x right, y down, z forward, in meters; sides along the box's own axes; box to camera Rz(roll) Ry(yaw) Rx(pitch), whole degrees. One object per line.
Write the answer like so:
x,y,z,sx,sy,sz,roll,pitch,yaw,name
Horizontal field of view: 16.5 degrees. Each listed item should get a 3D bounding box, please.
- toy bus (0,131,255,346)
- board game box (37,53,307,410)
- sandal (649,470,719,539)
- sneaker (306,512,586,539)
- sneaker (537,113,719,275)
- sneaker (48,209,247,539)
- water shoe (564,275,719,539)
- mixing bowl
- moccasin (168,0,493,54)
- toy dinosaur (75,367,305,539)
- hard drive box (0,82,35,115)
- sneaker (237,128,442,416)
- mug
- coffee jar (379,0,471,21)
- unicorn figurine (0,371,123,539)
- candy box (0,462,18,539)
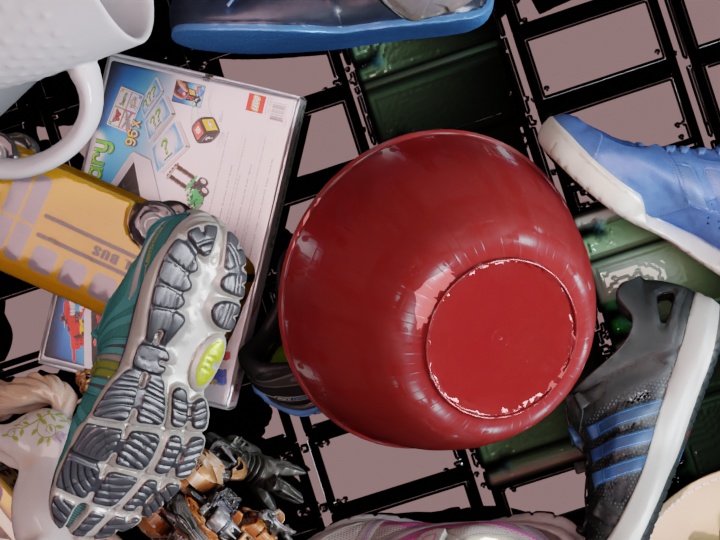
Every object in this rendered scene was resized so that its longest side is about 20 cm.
-0.164,-0.021,1.507,0.199,0.065,0.078,23,94,5,toy bus
-0.117,-0.025,1.552,0.126,0.035,0.201,14,92,7,board game box
0.258,0.149,1.496,0.211,0.070,0.078,-22,88,6,sandal
0.040,0.187,1.509,0.199,0.088,0.082,-9,89,6,sneaker
0.213,-0.064,1.495,0.200,0.077,0.111,33,99,1,sneaker
-0.125,0.060,1.437,0.077,0.080,0.201,25,88,-30,sneaker
0.156,0.102,1.510,0.079,0.072,0.201,21,80,11,water shoe
0.062,0.027,1.455,0.199,0.108,0.201,-6,107,-19,mixing bowl
-0.020,-0.173,1.530,0.199,0.080,0.068,-5,85,-8,moccasin
-0.096,0.136,1.495,0.102,0.136,0.201,-23,78,10,toy dinosaur
-0.228,-0.205,1.543,0.200,0.077,0.156,-43,86,5,hard drive box
0.000,0.000,1.511,0.200,0.083,0.071,-52,51,4,sneaker
-0.220,-0.150,1.436,0.175,0.148,0.201,-17,101,13,mug
0.011,-0.252,1.473,0.085,0.104,0.200,-31,60,10,coffee jar
-0.191,0.155,1.489,0.137,0.074,0.201,-9,86,2,unicorn figurine
-0.254,0.175,1.557,0.200,0.056,0.117,44,93,3,candy box
